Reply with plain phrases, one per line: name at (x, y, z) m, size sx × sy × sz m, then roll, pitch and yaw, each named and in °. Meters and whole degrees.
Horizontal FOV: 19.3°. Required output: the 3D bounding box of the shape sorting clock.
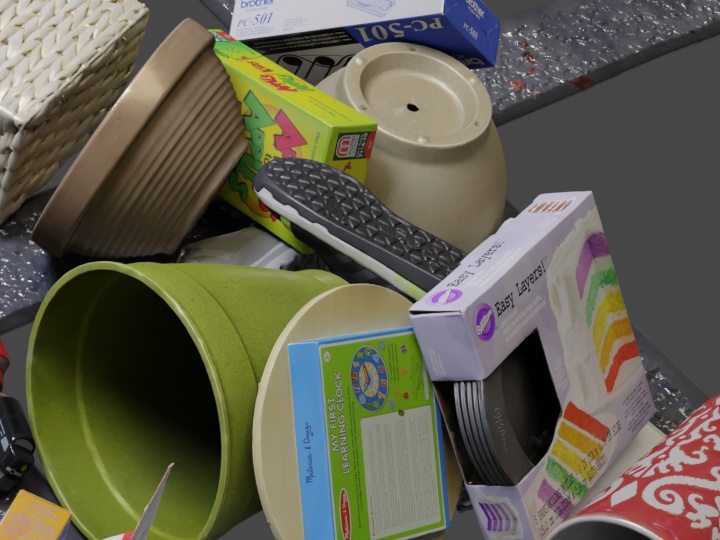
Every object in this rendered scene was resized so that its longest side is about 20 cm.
shape sorting clock at (0.001, 0.109, 1.370) m, size 0.039 × 0.200 × 0.200 m, roll -4°, pitch 29°, yaw 38°

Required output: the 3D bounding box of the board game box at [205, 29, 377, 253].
board game box at (-0.076, -0.101, 1.603) m, size 0.048 × 0.102 × 0.200 m, roll -6°, pitch 29°, yaw -41°

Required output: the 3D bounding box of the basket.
basket at (-0.266, -0.143, 1.605) m, size 0.123 × 0.136 × 0.200 m, roll 32°, pitch 45°, yaw 7°

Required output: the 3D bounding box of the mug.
mug at (0.226, 0.193, 1.448) m, size 0.133 × 0.178 × 0.200 m, roll 19°, pitch 36°, yaw 30°

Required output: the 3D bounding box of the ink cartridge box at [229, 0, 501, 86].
ink cartridge box at (0.003, -0.191, 1.697) m, size 0.199 × 0.094 × 0.044 m, roll -4°, pitch 66°, yaw 30°

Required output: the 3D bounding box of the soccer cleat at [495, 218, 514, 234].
soccer cleat at (0.078, 0.023, 1.580) m, size 0.085 × 0.069 × 0.200 m, roll 20°, pitch 45°, yaw 1°

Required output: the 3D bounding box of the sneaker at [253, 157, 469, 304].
sneaker at (0.000, 0.000, 1.492) m, size 0.200 × 0.083 × 0.072 m, roll 34°, pitch 33°, yaw 10°

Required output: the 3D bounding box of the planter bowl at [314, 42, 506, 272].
planter bowl at (0.029, -0.090, 1.654) m, size 0.200 × 0.135 × 0.201 m, roll 10°, pitch 45°, yaw -10°

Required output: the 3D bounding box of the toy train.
toy train at (-0.265, 0.063, 1.458) m, size 0.034 × 0.046 × 0.200 m, roll 31°, pitch 25°, yaw -50°

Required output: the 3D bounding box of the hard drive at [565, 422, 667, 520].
hard drive at (0.161, 0.138, 1.555) m, size 0.200 × 0.026 × 0.132 m, roll 39°, pitch 47°, yaw 18°

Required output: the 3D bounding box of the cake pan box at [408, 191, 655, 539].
cake pan box at (0.121, 0.067, 1.460) m, size 0.052 × 0.185 × 0.200 m, roll -6°, pitch 21°, yaw 38°

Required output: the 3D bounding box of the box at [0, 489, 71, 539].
box at (-0.234, 0.240, 1.248) m, size 0.041 × 0.119 × 0.200 m, roll 22°, pitch 44°, yaw 2°

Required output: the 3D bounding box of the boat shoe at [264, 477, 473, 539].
boat shoe at (0.027, 0.158, 1.461) m, size 0.202 × 0.074 × 0.065 m, roll -21°, pitch 98°, yaw -34°

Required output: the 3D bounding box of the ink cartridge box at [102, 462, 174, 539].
ink cartridge box at (-0.176, 0.217, 1.232) m, size 0.050 × 0.200 × 0.161 m, roll 22°, pitch 43°, yaw 3°

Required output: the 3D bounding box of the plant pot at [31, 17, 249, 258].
plant pot at (-0.146, -0.077, 1.543) m, size 0.093 × 0.201 × 0.201 m, roll 36°, pitch 45°, yaw -3°

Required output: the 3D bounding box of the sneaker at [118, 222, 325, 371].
sneaker at (-0.119, 0.021, 1.552) m, size 0.082 × 0.075 × 0.200 m, roll 29°, pitch 37°, yaw 33°

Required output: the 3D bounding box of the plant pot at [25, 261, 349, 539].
plant pot at (-0.088, 0.078, 1.426) m, size 0.193 × 0.201 × 0.200 m, roll -13°, pitch 52°, yaw -45°
